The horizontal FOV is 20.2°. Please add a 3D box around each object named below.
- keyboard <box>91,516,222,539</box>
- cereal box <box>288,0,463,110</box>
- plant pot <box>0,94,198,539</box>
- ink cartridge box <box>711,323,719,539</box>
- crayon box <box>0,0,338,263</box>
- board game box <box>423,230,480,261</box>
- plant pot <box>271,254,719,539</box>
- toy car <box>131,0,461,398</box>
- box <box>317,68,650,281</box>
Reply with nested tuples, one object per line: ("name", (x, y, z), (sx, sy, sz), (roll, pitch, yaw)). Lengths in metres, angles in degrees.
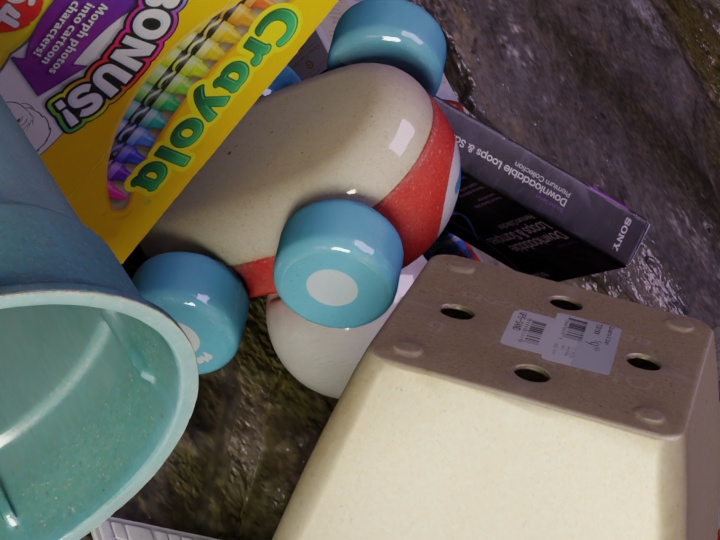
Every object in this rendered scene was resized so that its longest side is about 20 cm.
("keyboard", (-0.049, 0.154, 0.957), (0.199, 0.011, 0.057), (21, 42, -47))
("cereal box", (-0.012, -0.164, 1.342), (0.144, 0.039, 0.201), (0, 59, -57))
("plant pot", (-0.187, -0.002, 0.737), (0.200, 0.200, 0.197), (14, 40, -52))
("ink cartridge box", (0.203, 0.145, 1.220), (0.084, 0.146, 0.201), (42, 31, -25))
("crayon box", (-0.122, -0.113, 0.931), (0.172, 0.200, 0.058), (23, 25, -44))
("board game box", (0.059, 0.022, 1.219), (0.103, 0.019, 0.200), (57, 14, 2))
("plant pot", (0.065, 0.107, 0.898), (0.199, 0.178, 0.200), (14, 22, 11))
("toy car", (0.000, 0.000, 1.058), (0.200, 0.176, 0.185), (51, 35, -34))
("box", (0.056, -0.055, 1.187), (0.199, 0.036, 0.143), (28, -11, -11))
